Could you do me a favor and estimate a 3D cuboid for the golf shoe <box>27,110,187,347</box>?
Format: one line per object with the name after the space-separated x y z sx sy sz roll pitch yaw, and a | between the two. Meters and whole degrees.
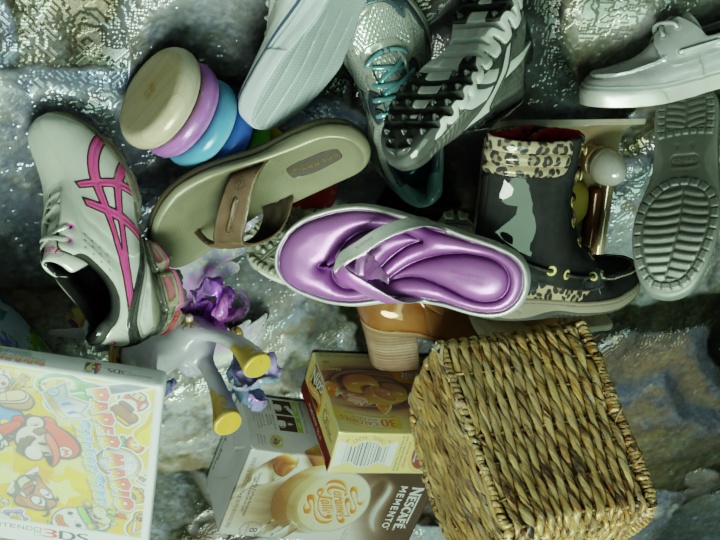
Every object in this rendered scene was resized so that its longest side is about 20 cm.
-0.211 -0.035 1.122 0.073 0.200 0.092 -36 169 38 | golf shoe

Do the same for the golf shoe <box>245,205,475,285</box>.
0.000 0.000 1.222 0.200 0.078 0.097 3 151 -9 | golf shoe

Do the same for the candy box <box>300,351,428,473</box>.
0.055 0.135 1.374 0.200 0.115 0.055 4 126 -19 | candy box

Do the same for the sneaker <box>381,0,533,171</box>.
0.087 -0.138 1.145 0.066 0.200 0.091 4 140 39 | sneaker

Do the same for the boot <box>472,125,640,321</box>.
0.164 -0.041 1.196 0.200 0.073 0.151 -5 107 -35 | boot

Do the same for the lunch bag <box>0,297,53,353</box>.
-0.288 0.127 1.236 0.082 0.161 0.200 -28 128 5 | lunch bag

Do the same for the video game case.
-0.248 0.141 1.124 0.182 0.023 0.200 9 129 -4 | video game case

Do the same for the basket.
0.141 0.162 1.252 0.149 0.200 0.143 -8 148 -19 | basket

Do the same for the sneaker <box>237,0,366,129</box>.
-0.042 -0.204 1.116 0.073 0.071 0.200 9 118 -54 | sneaker

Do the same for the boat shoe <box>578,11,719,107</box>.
0.280 -0.186 1.234 0.200 0.072 0.069 -12 108 0 | boat shoe

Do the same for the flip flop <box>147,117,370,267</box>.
-0.081 -0.052 1.139 0.200 0.058 0.081 -24 145 15 | flip flop

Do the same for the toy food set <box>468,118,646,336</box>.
0.175 -0.038 1.276 0.143 0.060 0.200 -4 110 -27 | toy food set

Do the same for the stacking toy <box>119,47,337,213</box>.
-0.094 -0.101 1.181 0.200 0.085 0.085 28 114 -39 | stacking toy

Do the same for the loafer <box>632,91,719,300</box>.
0.286 -0.062 1.265 0.075 0.200 0.070 5 159 25 | loafer

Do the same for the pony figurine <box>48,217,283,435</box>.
-0.148 0.056 1.228 0.193 0.200 0.167 -23 126 -19 | pony figurine

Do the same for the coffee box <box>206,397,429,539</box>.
-0.035 0.197 1.418 0.200 0.080 0.114 8 124 -22 | coffee box

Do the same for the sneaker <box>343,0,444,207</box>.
0.037 -0.139 1.179 0.078 0.086 0.200 -20 129 -2 | sneaker

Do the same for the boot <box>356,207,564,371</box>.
0.093 0.006 1.326 0.200 0.077 0.155 -6 124 -3 | boot

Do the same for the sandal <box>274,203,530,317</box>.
0.030 -0.007 1.123 0.202 0.050 0.083 5 98 9 | sandal
